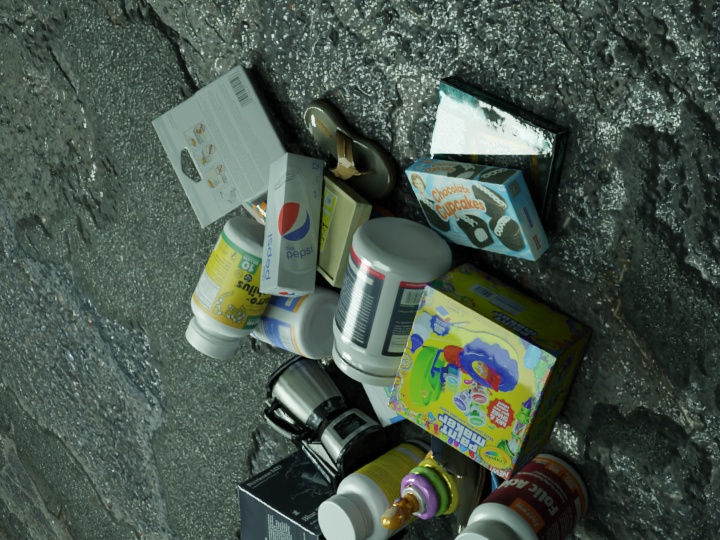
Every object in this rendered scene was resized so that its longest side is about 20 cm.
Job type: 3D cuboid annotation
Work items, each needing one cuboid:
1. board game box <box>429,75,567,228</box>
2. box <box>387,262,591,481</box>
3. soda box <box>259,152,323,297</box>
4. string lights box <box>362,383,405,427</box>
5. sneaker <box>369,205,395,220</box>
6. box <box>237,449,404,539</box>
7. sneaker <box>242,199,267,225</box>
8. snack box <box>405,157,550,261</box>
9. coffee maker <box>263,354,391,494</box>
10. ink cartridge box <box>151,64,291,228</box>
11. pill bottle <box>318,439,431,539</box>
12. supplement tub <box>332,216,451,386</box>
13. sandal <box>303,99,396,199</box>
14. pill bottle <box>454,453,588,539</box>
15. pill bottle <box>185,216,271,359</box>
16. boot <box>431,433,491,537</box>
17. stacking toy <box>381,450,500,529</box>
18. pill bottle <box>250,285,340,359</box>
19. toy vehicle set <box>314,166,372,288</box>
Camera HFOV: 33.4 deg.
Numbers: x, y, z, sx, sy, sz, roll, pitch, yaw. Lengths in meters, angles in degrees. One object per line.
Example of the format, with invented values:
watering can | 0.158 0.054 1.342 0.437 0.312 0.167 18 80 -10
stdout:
board game box | 0.174 -0.155 1.561 0.199 0.028 0.137 32 129 35
box | 0.168 0.130 1.587 0.198 0.122 0.195 28 118 24
soda box | -0.101 -0.066 1.769 0.068 0.063 0.203 -16 68 61
string lights box | 0.086 0.156 1.786 0.199 0.059 0.104 -28 87 50
sneaker | 0.000 0.000 1.792 0.075 0.078 0.203 29 128 37
box | -0.064 0.393 1.959 0.198 0.195 0.119 20 123 41
sneaker | -0.131 -0.102 1.902 0.080 0.071 0.202 -26 95 48
snack box | 0.151 -0.083 1.570 0.199 0.037 0.117 15 138 53
coffee maker | -0.045 0.254 1.934 0.200 0.135 0.192 45 177 31
ink cartridge box | -0.208 -0.190 1.873 0.172 0.044 0.202 -30 78 11
pill bottle | 0.033 0.346 1.825 0.110 0.199 0.113 22 124 39
supplement tub | 0.039 0.043 1.653 0.140 0.139 0.202 35 125 32
sandal | -0.025 -0.174 1.755 0.200 0.054 0.082 49 137 21
pill bottle | 0.214 0.342 1.612 0.113 0.199 0.116 19 123 32
pill bottle | -0.195 0.030 1.855 0.112 0.112 0.202 38 110 30
boot | 0.138 0.285 1.691 0.095 0.203 0.075 7 154 19
stacking toy | 0.099 0.320 1.738 0.115 0.199 0.111 -17 96 51
pill bottle | -0.123 0.066 1.936 0.198 0.111 0.114 16 120 44
toy vehicle set | -0.047 -0.069 1.763 0.200 0.026 0.126 44 121 59
